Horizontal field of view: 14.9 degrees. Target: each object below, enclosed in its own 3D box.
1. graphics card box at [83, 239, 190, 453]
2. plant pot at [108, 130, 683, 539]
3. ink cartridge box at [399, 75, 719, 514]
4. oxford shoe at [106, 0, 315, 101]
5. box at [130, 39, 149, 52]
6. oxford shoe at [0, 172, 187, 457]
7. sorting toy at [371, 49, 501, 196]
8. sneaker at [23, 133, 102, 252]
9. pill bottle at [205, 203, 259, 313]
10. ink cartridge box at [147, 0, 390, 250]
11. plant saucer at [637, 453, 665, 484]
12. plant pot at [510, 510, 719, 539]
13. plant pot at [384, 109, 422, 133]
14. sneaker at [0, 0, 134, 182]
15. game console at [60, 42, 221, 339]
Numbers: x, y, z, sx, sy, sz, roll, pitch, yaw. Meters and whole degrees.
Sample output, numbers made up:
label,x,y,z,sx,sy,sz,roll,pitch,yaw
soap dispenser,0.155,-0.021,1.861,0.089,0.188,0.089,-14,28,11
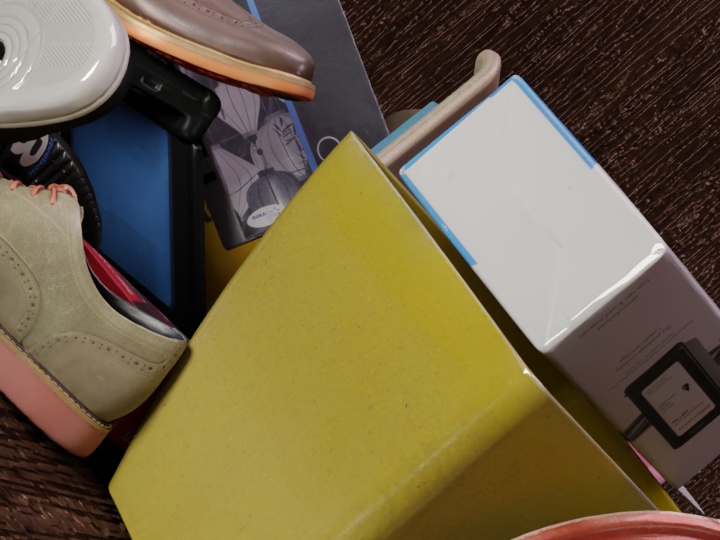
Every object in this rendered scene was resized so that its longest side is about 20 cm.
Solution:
label,x,y,z,sx,sy,sz,roll,pitch,yaw
graphics card box,-0.067,0.079,1.252,0.200,0.051,0.125,48,-2,-39
plant pot,0.017,0.103,1.121,0.200,0.176,0.200,46,6,-37
ink cartridge box,0.108,0.015,1.174,0.116,0.068,0.200,53,5,35
oxford shoe,-0.100,-0.147,1.312,0.200,0.073,0.071,31,2,7
box,-0.116,-0.133,1.469,0.200,0.035,0.110,45,-6,-10
oxford shoe,-0.152,-0.020,1.109,0.200,0.075,0.070,49,4,-18
sorting toy,0.000,0.000,1.399,0.036,0.200,0.185,32,-34,20
sneaker,-0.197,-0.087,1.332,0.200,0.060,0.104,46,8,-14
pill bottle,-0.063,0.007,1.553,0.200,0.112,0.112,52,5,36
ink cartridge box,-0.058,-0.120,1.408,0.200,0.099,0.039,68,-22,-1
plant saucer,0.113,0.037,1.567,0.201,0.051,0.201,54,22,-34
plant pot,0.106,0.226,0.998,0.201,0.201,0.195,46,14,-40
plant pot,0.039,0.003,1.699,0.199,0.174,0.200,18,-19,6
sneaker,-0.146,-0.075,1.153,0.200,0.073,0.112,9,-22,40
game console,-0.156,-0.072,1.383,0.176,0.117,0.200,28,2,-31
